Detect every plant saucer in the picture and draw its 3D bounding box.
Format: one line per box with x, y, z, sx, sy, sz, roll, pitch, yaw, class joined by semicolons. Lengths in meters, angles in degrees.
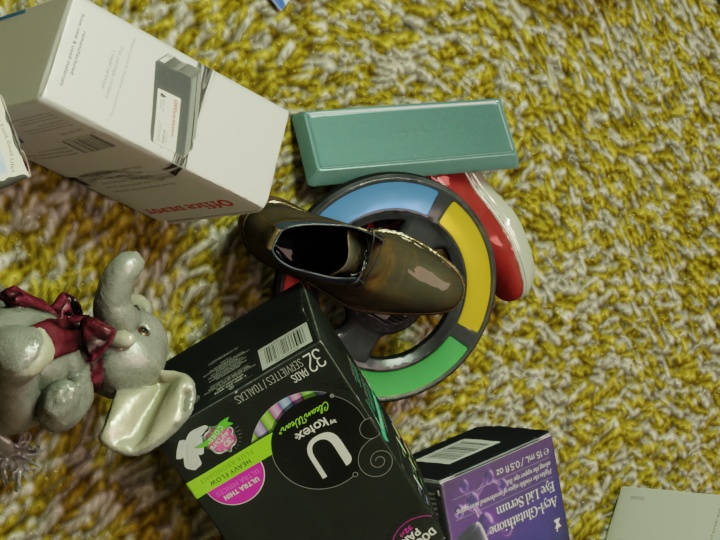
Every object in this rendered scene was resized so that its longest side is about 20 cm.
0.042;-0.114;1.366;0.198;0.019;0.071;-6;68;-21;plant saucer

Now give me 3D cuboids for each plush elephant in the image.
-0.201;0.053;1.126;0.154;0.165;0.201;-24;133;-24;plush elephant

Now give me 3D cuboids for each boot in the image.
0.000;0.000;1.262;0.198;0.097;0.075;17;96;-13;boot
0.063;-0.030;1.408;0.144;0.072;0.201;-43;107;-32;boot

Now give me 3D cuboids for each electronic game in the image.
0.022;0.016;1.343;0.198;0.042;0.202;-5;107;-17;electronic game

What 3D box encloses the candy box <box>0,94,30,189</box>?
-0.334;-0.049;1.026;0.199;0.136;0.061;-30;109;-36;candy box

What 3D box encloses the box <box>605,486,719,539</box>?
0.334;0.331;1.537;0.130;0.199;0.200;34;67;-33;box

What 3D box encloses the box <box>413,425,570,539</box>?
0.104;0.256;1.407;0.147;0.104;0.202;-18;100;-40;box

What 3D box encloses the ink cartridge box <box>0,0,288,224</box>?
-0.175;-0.112;1.158;0.199;0.144;0.085;26;72;-37;ink cartridge box

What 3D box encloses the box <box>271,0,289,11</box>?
-0.037;-0.332;1.346;0.122;0.047;0.201;50;58;-27;box

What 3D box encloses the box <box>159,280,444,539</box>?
-0.050;0.143;1.230;0.148;0.124;0.201;-30;113;3;box
